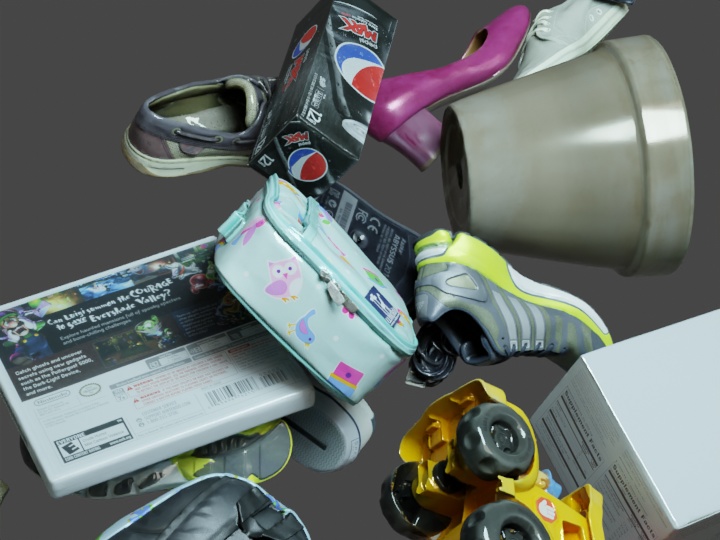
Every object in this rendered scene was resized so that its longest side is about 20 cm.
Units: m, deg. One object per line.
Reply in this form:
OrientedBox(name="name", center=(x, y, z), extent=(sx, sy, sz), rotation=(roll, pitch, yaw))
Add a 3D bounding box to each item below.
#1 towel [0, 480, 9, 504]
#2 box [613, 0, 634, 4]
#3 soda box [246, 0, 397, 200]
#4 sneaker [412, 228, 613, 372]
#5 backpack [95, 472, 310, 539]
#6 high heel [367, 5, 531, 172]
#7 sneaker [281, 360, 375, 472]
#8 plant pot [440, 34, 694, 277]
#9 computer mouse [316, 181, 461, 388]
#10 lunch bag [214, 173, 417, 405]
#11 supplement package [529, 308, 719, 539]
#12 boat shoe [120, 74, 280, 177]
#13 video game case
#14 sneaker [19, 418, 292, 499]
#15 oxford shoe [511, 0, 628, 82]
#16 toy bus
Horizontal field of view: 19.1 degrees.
OrientedBox(name="towel", center=(-0.367, 0.178, 1.468), extent=(0.200, 0.035, 0.193), rotation=(29, 51, 1))
OrientedBox(name="box", center=(0.163, -0.348, 1.917), extent=(0.182, 0.104, 0.200), rotation=(10, 36, -14))
OrientedBox(name="soda box", center=(-0.027, -0.145, 1.709), extent=(0.063, 0.071, 0.200), rotation=(35, 38, -17))
OrientedBox(name="sneaker", center=(0.116, 0.047, 1.693), extent=(0.200, 0.074, 0.081), rotation=(28, 60, -23))
OrientedBox(name="backpack", center=(-0.124, 0.230, 1.468), extent=(0.163, 0.154, 0.200), rotation=(41, 75, 11))
OrientedBox(name="high heel", center=(0.070, -0.182, 1.831), extent=(0.096, 0.067, 0.200), rotation=(40, 57, -6))
OrientedBox(name="sneaker", center=(-0.076, 0.079, 1.624), extent=(0.200, 0.073, 0.071), rotation=(41, 25, 11))
OrientedBox(name="plant pot", center=(0.160, -0.087, 1.749), extent=(0.173, 0.200, 0.201), rotation=(-6, 61, -8))
OrientedBox(name="computer mouse", center=(0.000, 0.000, 1.709), extent=(0.200, 0.053, 0.139), rotation=(35, 51, -13))
OrientedBox(name="lunch bag", center=(-0.035, 0.008, 1.554), extent=(0.077, 0.200, 0.160), rotation=(-41, 99, 5))
OrientedBox(name="supplement package", center=(0.266, 0.130, 1.688), extent=(0.200, 0.111, 0.156), rotation=(-16, 66, -29))
OrientedBox(name="boat shoe", center=(-0.097, -0.126, 1.736), extent=(0.200, 0.065, 0.072), rotation=(-13, 62, -29))
OrientedBox(name="video game case", center=(-0.159, 0.065, 1.535), extent=(0.199, 0.023, 0.182), rotation=(-19, 46, -18))
OrientedBox(name="sneaker", center=(-0.147, 0.134, 1.555), extent=(0.199, 0.085, 0.075), rotation=(3, 80, 4))
OrientedBox(name="oxford shoe", center=(0.168, -0.197, 1.879), extent=(0.058, 0.075, 0.200), rotation=(43, 47, 1))
OrientedBox(name="toy bus", center=(0.125, 0.204, 1.585), extent=(0.192, 0.136, 0.200), rotation=(17, 51, -26))
